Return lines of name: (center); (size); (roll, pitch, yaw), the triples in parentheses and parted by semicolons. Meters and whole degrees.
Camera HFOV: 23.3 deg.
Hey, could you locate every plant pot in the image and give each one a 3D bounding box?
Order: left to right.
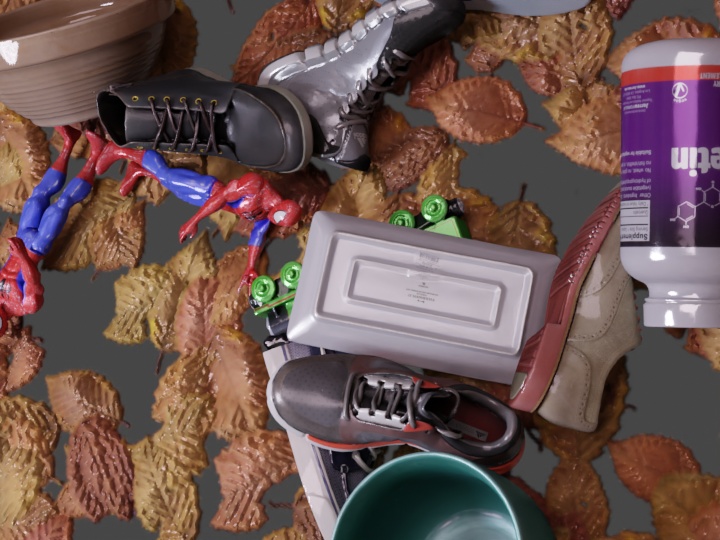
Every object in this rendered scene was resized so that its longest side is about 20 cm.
plant pot: (-0.254, -0.186, 1.539); (0.200, 0.201, 0.093); (-4, 112, 26)

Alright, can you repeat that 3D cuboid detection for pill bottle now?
pill bottle: (0.241, -0.061, 1.241); (0.112, 0.112, 0.201); (0, 90, 27)

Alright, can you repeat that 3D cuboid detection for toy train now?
toy train: (0.000, 0.000, 1.403); (0.199, 0.042, 0.057); (-25, 74, 18)

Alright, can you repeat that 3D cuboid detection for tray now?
tray: (0.049, 0.019, 1.338); (0.199, 0.022, 0.108); (11, 76, 7)

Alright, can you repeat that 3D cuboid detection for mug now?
mug: (0.071, 0.229, 1.246); (0.151, 0.114, 0.186); (-24, 65, 18)

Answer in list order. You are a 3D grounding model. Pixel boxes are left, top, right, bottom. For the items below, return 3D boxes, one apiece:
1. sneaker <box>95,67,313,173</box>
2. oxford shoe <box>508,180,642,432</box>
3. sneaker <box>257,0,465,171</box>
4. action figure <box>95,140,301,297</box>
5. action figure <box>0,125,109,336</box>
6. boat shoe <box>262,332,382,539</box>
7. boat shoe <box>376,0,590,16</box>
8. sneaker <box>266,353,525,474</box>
sneaker: (-0.131, -0.116, 1.445); (0.200, 0.106, 0.075); (21, 118, 47)
oxford shoe: (0.179, 0.026, 1.299); (0.074, 0.070, 0.201); (26, 78, -4)
sneaker: (0.011, -0.143, 1.432); (0.199, 0.075, 0.116); (-23, 69, 30)
action figure: (-0.141, -0.044, 1.475); (0.199, 0.065, 0.099); (11, 72, 31)
action figure: (-0.300, -0.040, 1.530); (0.065, 0.099, 0.201); (18, 85, 32)
boat shoe: (-0.005, 0.130, 1.346); (0.092, 0.075, 0.201); (-20, 75, 2)
boat shoe: (0.100, -0.262, 1.417); (0.199, 0.071, 0.091); (7, 81, 31)
sneaker: (0.030, 0.096, 1.288); (0.199, 0.082, 0.078); (10, 71, 0)
